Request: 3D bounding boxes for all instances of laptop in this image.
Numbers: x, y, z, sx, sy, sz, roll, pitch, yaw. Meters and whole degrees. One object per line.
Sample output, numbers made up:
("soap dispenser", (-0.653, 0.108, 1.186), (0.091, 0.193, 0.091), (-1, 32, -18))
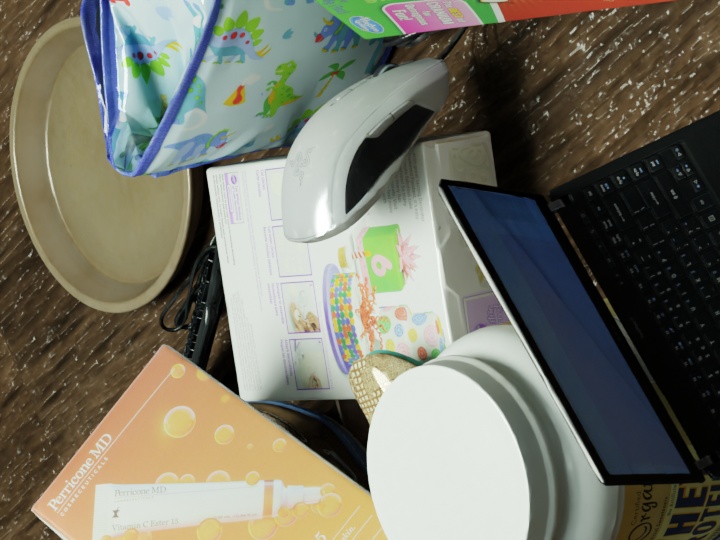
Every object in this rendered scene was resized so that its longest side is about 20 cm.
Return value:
("laptop", (0.161, 0.005, 1.482), (0.178, 0.199, 0.103), (62, 169, 18))

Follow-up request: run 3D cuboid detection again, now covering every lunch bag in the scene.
("lunch bag", (-0.065, -0.157, 1.737), (0.127, 0.170, 0.201), (32, 122, 39))

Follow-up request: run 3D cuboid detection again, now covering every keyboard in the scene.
("keyboard", (-0.113, 0.045, 1.889), (0.200, 0.039, 0.104), (109, 177, -51))

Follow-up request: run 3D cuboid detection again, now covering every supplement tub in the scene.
("supplement tub", (0.116, 0.092, 1.569), (0.144, 0.199, 0.145), (15, 111, 46))

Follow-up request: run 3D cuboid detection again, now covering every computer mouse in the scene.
("computer mouse", (0.012, -0.097, 1.661), (0.109, 0.200, 0.044), (-7, 130, 49))

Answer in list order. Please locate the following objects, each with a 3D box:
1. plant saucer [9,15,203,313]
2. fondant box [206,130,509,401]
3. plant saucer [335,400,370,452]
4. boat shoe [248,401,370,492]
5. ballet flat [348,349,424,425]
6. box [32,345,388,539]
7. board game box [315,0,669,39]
("plant saucer", (-0.167, -0.072, 1.984), (0.200, 0.029, 0.201), (15, 111, 47))
("fondant box", (0.000, 0.000, 1.739), (0.200, 0.058, 0.145), (-4, 96, 50))
("plant saucer", (0.058, 0.058, 1.755), (0.200, 0.034, 0.201), (14, 109, 47))
("boat shoe", (-0.027, 0.134, 1.778), (0.200, 0.072, 0.073), (32, 101, 35))
("ballet flat", (0.067, 0.124, 1.655), (0.200, 0.065, 0.070), (37, 143, -14))
("box", (-0.064, 0.156, 1.672), (0.200, 0.098, 0.125), (34, 80, 29))
("board game box", (0.056, -0.178, 1.561), (0.199, 0.153, 0.041), (-5, 71, 28))
